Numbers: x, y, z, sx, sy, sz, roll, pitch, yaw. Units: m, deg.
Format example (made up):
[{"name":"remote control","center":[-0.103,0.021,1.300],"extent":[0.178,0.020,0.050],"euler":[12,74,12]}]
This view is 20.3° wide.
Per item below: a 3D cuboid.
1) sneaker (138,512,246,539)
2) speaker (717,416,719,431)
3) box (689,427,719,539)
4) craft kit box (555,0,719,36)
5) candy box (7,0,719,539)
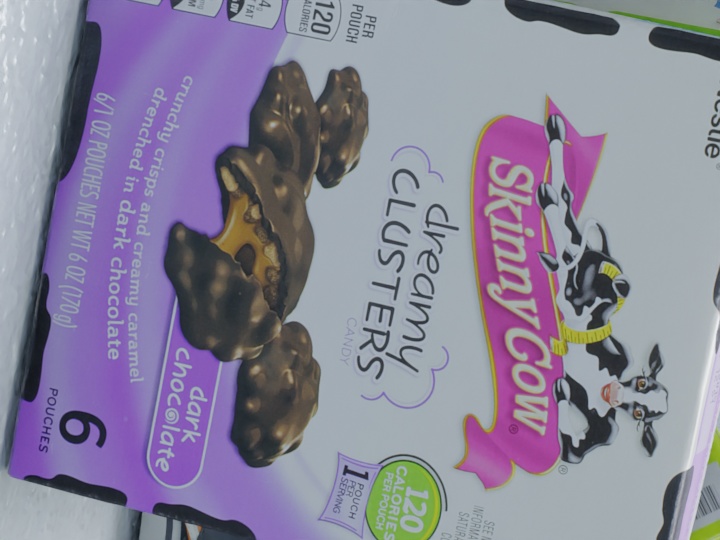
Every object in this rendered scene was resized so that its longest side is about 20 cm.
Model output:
[{"name":"sneaker","center":[-0.037,0.077,0.730],"extent":[0.078,0.079,0.201],"euler":[-44,144,-64]},{"name":"speaker","center":[0.192,0.021,1.006],"extent":[0.089,0.088,0.201],"euler":[-60,169,-50]},{"name":"box","center":[0.091,0.043,0.722],"extent":[0.200,0.047,0.123],"euler":[48,18,-80]},{"name":"craft kit box","center":[0.051,-0.099,0.667],"extent":[0.198,0.199,0.049],"euler":[79,26,-62]},{"name":"candy box","center":[0.012,-0.001,0.593],"extent":[0.072,0.199,0.169],"euler":[-15,116,-75]}]
